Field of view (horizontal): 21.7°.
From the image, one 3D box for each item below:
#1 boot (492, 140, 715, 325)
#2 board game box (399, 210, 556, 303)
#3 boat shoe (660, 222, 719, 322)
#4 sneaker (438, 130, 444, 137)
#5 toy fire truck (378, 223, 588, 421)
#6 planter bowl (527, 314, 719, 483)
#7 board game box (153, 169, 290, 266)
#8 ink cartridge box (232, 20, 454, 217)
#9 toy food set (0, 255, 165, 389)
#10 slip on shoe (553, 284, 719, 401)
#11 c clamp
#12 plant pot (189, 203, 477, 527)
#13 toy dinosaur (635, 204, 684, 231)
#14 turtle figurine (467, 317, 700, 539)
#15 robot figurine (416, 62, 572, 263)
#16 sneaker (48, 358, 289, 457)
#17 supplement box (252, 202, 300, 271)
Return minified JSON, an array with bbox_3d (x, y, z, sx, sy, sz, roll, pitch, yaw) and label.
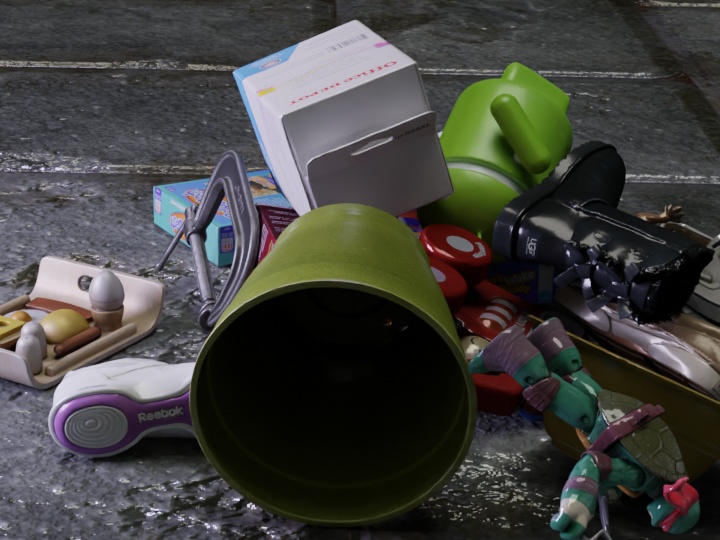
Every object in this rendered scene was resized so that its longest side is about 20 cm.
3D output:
[{"bbox_3d":[0.224,-0.033,1.603,0.162,0.074,0.198,23,36,28],"label":"boot"},{"bbox_3d":[0.096,-0.020,1.826,0.133,0.045,0.200,-3,20,-13],"label":"board game box"},{"bbox_3d":[0.345,0.001,1.771,0.070,0.070,0.200,-8,21,-25],"label":"boat shoe"},{"bbox_3d":[0.057,-0.101,1.837,0.199,0.075,0.088,-11,11,-35],"label":"sneaker"},{"bbox_3d":[0.097,0.058,1.563,0.167,0.113,0.200,25,26,9],"label":"toy fire truck"},{"bbox_3d":[0.198,0.111,1.388,0.199,0.084,0.200,24,1,0],"label":"planter bowl"},{"bbox_3d":[-0.094,-0.061,1.946,0.199,0.045,0.152,-9,23,-29],"label":"board game box"},{"bbox_3d":[-0.013,-0.119,1.629,0.128,0.126,0.200,-23,24,-8],"label":"ink cartridge box"},{"bbox_3d":[-0.284,0.036,1.639,0.143,0.061,0.200,13,22,28],"label":"toy food set"},{"bbox_3d":[0.250,0.050,1.595,0.200,0.061,0.076,30,-11,48],"label":"slip on shoe"},{"bbox_3d":[-0.134,-0.018,1.724,0.027,0.171,0.200,16,26,-24],"label":"c clamp"},{"bbox_3d":[-0.015,0.048,1.376,0.199,0.202,0.193,2,29,2],"label":"plant pot"},{"bbox_3d":[0.227,-0.030,1.730,0.199,0.086,0.136,26,18,1],"label":"toy dinosaur"},{"bbox_3d":[0.163,0.124,1.257,0.200,0.101,0.150,53,10,19],"label":"turtle figurine"},{"bbox_3d":[0.122,-0.091,1.701,0.115,0.175,0.201,33,60,-13],"label":"robot figurine"},{"bbox_3d":[-0.144,0.093,1.470,0.198,0.075,0.100,-1,21,-8],"label":"sneaker"},{"bbox_3d":[-0.059,0.024,1.609,0.060,0.110,0.200,8,17,-16],"label":"supplement box"}]
